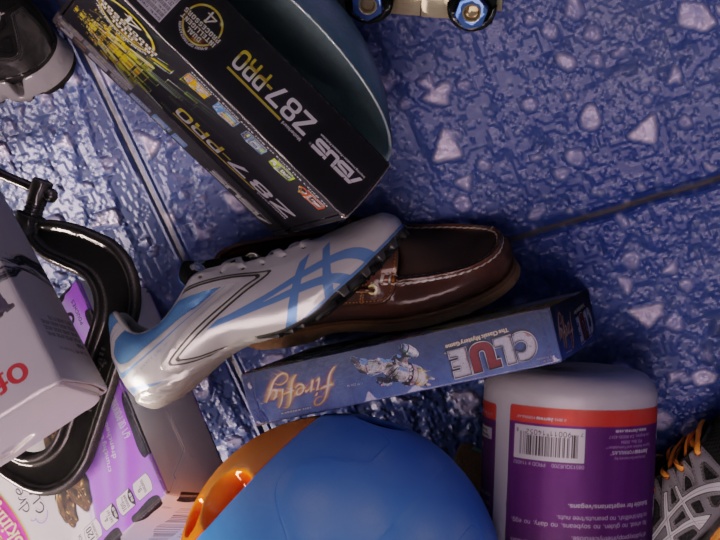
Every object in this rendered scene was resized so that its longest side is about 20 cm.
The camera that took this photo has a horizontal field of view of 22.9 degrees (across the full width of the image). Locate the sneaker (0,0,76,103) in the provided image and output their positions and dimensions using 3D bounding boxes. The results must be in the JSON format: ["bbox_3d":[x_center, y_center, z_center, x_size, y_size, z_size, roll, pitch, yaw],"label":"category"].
[{"bbox_3d":[-0.284,-0.142,1.109,0.198,0.067,0.091,-8,140,11],"label":"sneaker"}]

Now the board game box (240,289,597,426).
[{"bbox_3d":[0.040,0.054,1.118,0.198,0.135,0.035,-13,90,18],"label":"board game box"}]

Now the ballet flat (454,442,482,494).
[{"bbox_3d":[0.037,0.194,1.240,0.072,0.068,0.200,43,119,10],"label":"ballet flat"}]

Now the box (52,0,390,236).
[{"bbox_3d":[-0.087,-0.108,1.052,0.200,0.161,0.049,44,77,-12],"label":"box"}]

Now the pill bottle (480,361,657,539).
[{"bbox_3d":[0.131,0.162,1.134,0.111,0.112,0.202,2,93,10],"label":"pill bottle"}]

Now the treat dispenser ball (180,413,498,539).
[{"bbox_3d":[-0.013,0.188,1.076,0.199,0.201,0.203,5,118,9],"label":"treat dispenser ball"}]

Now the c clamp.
[{"bbox_3d":[-0.217,0.038,1.159,0.169,0.027,0.202,15,93,27],"label":"c clamp"}]

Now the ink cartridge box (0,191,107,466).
[{"bbox_3d":[-0.272,0.026,1.104,0.144,0.084,0.201,-32,77,5],"label":"ink cartridge box"}]

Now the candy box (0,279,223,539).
[{"bbox_3d":[-0.197,0.135,1.194,0.200,0.071,0.169,-42,60,26],"label":"candy box"}]

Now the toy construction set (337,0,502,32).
[{"bbox_3d":[0.032,-0.206,1.016,0.198,0.092,0.132,12,119,17],"label":"toy construction set"}]

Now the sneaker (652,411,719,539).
[{"bbox_3d":[0.215,0.146,1.169,0.077,0.078,0.201,28,117,8],"label":"sneaker"}]

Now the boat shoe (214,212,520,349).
[{"bbox_3d":[0.000,0.000,1.135,0.198,0.071,0.071,-12,119,17],"label":"boat shoe"}]

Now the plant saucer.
[{"bbox_3d":[-0.050,-0.141,1.040,0.201,0.201,0.039,44,75,-12],"label":"plant saucer"}]

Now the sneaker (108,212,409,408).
[{"bbox_3d":[-0.065,0.012,1.079,0.199,0.072,0.073,-28,90,6],"label":"sneaker"}]
